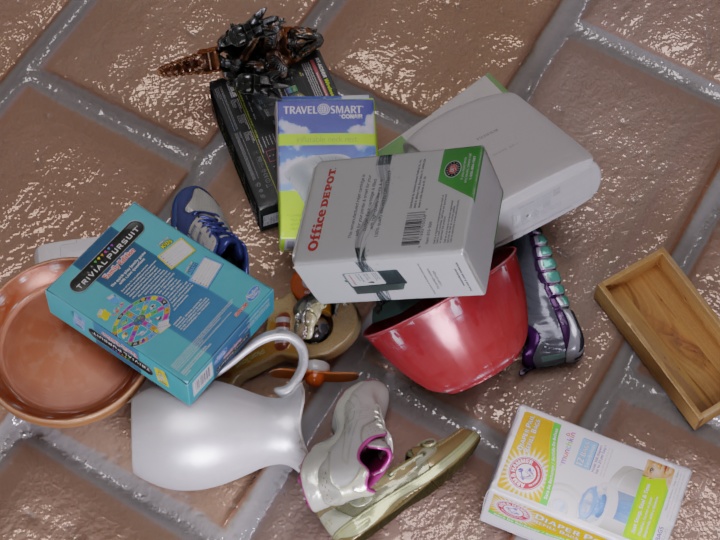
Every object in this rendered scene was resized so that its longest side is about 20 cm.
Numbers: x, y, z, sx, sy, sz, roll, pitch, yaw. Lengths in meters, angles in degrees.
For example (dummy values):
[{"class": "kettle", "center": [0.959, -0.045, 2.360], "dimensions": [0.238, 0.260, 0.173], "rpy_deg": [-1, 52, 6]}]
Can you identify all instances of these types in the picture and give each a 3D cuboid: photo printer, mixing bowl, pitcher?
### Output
[{"class": "photo printer", "center": [-0.288, 0.059, 1.757], "dimensions": [0.165, 0.070, 0.201], "rpy_deg": [-8, 64, -6]}, {"class": "mixing bowl", "center": [0.113, 0.069, 1.717], "dimensions": [0.199, 0.200, 0.109], "rpy_deg": [-30, 94, -16]}, {"class": "photo printer", "center": [0.157, -0.127, 1.781], "dimensions": [0.166, 0.070, 0.200], "rpy_deg": [-26, 44, -17]}, {"class": "pitcher", "center": [-0.152, 0.153, 1.673], "dimensions": [0.198, 0.121, 0.173], "rpy_deg": [-1, 89, -7]}]

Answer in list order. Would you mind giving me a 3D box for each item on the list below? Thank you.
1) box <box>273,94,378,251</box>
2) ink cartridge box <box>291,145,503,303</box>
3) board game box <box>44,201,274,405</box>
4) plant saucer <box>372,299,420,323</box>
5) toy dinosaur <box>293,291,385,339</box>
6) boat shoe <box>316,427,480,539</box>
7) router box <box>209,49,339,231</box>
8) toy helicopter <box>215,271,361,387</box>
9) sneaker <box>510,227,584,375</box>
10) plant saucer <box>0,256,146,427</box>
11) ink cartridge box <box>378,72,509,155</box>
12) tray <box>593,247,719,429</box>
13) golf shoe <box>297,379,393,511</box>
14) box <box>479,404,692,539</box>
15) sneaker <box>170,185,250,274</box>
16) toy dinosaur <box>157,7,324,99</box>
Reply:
[{"class": "box", "center": [-0.039, -0.125, 1.802], "dimensions": [0.121, 0.048, 0.201], "rpy_deg": [-1, 71, -5]}, {"class": "ink cartridge box", "center": [0.041, -0.048, 1.644], "dimensions": [0.199, 0.083, 0.147], "rpy_deg": [-3, 54, 24]}, {"class": "board game box", "center": [-0.217, 0.033, 1.663], "dimensions": [0.199, 0.047, 0.151], "rpy_deg": [31, 60, 18]}, {"class": "plant saucer", "center": [0.097, 0.001, 1.770], "dimensions": [0.200, 0.070, 0.019], "rpy_deg": [-34, 95, -30]}, {"class": "toy dinosaur", "center": [0.000, 0.000, 1.718], "dimensions": [0.088, 0.048, 0.201], "rpy_deg": [28, 69, 9]}, {"class": "boat shoe", "center": [0.043, 0.228, 1.681], "dimensions": [0.200, 0.073, 0.063], "rpy_deg": [-35, 73, -10]}, {"class": "router box", "center": [-0.087, -0.163, 1.883], "dimensions": [0.149, 0.062, 0.201], "rpy_deg": [-18, 64, -10]}, {"class": "toy helicopter", "center": [-0.089, 0.095, 1.750], "dimensions": [0.199, 0.079, 0.133], "rpy_deg": [-30, 64, -2]}, {"class": "sneaker", "center": [0.192, 0.023, 1.793], "dimensions": [0.087, 0.075, 0.201], "rpy_deg": [-17, 64, -3]}, {"class": "plant saucer", "center": [-0.324, 0.081, 1.688], "dimensions": [0.199, 0.032, 0.202], "rpy_deg": [1, 62, -1]}, {"class": "ink cartridge box", "center": [0.132, -0.138, 1.887], "dimensions": [0.200, 0.048, 0.146], "rpy_deg": [-36, 69, -17]}, {"class": "tray", "center": [0.373, 0.078, 1.789], "dimensions": [0.098, 0.037, 0.201], "rpy_deg": [-28, 68, -16]}, {"class": "golf shoe", "center": [0.006, 0.189, 1.664], "dimensions": [0.091, 0.076, 0.200], "rpy_deg": [-8, 30, 28]}, {"class": "box", "center": [0.242, 0.245, 1.660], "dimensions": [0.199, 0.102, 0.113], "rpy_deg": [21, 63, 9]}, {"class": "sneaker", "center": [-0.163, -0.027, 1.783], "dimensions": [0.075, 0.088, 0.201], "rpy_deg": [-2, 57, -32]}, {"class": "toy dinosaur", "center": [-0.139, -0.255, 1.846], "dimensions": [0.199, 0.136, 0.103], "rpy_deg": [-34, 108, -9]}]
